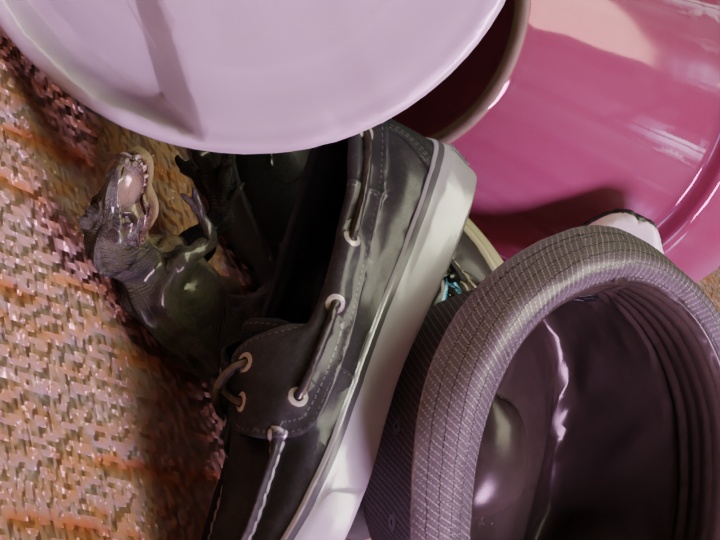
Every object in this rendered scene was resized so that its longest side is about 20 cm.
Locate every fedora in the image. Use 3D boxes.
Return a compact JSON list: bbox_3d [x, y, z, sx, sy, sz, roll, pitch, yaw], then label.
[{"bbox_3d":[0.062,0.085,0.926,0.176,0.090,0.202,-12,100,-39],"label":"fedora"}]

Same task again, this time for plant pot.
[{"bbox_3d":[0.078,-0.096,1.184,0.178,0.199,0.201,16,56,-49],"label":"plant pot"}]

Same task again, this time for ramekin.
[{"bbox_3d":[-0.037,-0.148,0.881,0.094,0.201,0.203,-73,139,-67],"label":"ramekin"}]

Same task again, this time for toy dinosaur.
[{"bbox_3d":[-0.046,0.010,0.933,0.200,0.047,0.089,56,41,-39],"label":"toy dinosaur"}]

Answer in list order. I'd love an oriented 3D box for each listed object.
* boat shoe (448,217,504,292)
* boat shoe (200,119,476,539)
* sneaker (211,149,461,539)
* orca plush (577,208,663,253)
[{"bbox_3d":[0.039,0.044,1.057,0.202,0.071,0.066,61,17,3],"label":"boat shoe"},{"bbox_3d":[-0.022,0.035,0.888,0.056,0.069,0.201,30,67,-18],"label":"boat shoe"},{"bbox_3d":[0.000,0.000,1.012,0.073,0.081,0.201,-6,76,-70],"label":"sneaker"},{"bbox_3d":[0.086,0.074,1.137,0.071,0.104,0.202,128,-32,-79],"label":"orca plush"}]
